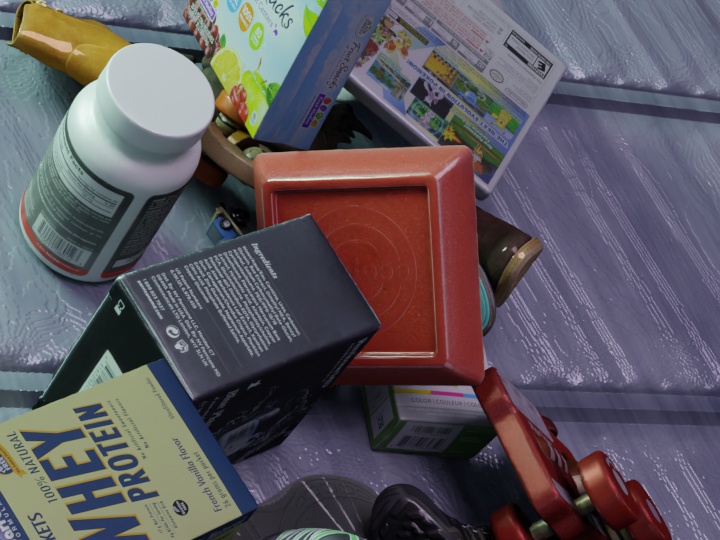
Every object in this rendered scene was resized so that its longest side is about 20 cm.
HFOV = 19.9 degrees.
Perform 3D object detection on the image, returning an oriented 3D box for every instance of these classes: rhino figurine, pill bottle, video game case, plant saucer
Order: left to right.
[{"bbox_3d":[-0.200,-0.089,1.698,0.115,0.200,0.116,17,49,-20],"label":"pill bottle"},{"bbox_3d":[-0.079,-0.149,1.917,0.199,0.060,0.088,16,46,-22],"label":"rhino figurine"},{"bbox_3d":[0.000,0.000,1.711,0.037,0.199,0.201,-20,108,-67],"label":"plant saucer"},{"bbox_3d":[0.077,-0.189,1.879,0.200,0.022,0.183,39,55,-9],"label":"video game case"}]

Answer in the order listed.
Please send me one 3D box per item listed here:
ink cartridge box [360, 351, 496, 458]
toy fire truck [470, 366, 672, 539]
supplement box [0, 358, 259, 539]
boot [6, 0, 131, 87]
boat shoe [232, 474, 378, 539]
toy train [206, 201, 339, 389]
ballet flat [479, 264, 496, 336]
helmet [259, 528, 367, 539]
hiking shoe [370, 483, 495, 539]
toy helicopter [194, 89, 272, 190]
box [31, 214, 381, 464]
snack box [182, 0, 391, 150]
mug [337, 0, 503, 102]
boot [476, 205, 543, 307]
[{"bbox_3d":[0.051,0.065,1.832,0.103,0.059,0.201,7,53,-26],"label":"ink cartridge box"},{"bbox_3d":[0.170,0.179,1.749,0.200,0.112,0.168,40,22,-55],"label":"toy fire truck"},{"bbox_3d":[-0.217,0.196,1.471,0.199,0.200,0.135,-22,70,-40],"label":"supplement box"},{"bbox_3d":[-0.235,-0.176,1.793,0.143,0.071,0.201,21,13,-26],"label":"boot"},{"bbox_3d":[-0.060,0.219,1.652,0.201,0.065,0.075,-15,63,-42],"label":"boat shoe"},{"bbox_3d":[-0.077,0.023,1.807,0.046,0.034,0.200,-27,73,-31],"label":"toy train"},{"bbox_3d":[0.049,-0.019,1.807,0.200,0.073,0.073,47,46,10],"label":"ballet flat"},{"bbox_3d":[-0.033,0.286,1.519,0.199,0.200,0.191,29,48,-9],"label":"helmet"},{"bbox_3d":[0.075,0.240,1.693,0.200,0.076,0.101,52,23,-22],"label":"hiking shoe"},{"bbox_3d":[-0.060,-0.073,1.841,0.200,0.079,0.132,29,11,-34],"label":"toy helicopter"},{"bbox_3d":[-0.122,0.076,1.622,0.199,0.197,0.118,-21,70,-40],"label":"box"},{"bbox_3d":[-0.068,-0.234,1.807,0.067,0.169,0.200,10,35,-36],"label":"snack box"},{"bbox_3d":[0.033,-0.253,2.022,0.175,0.148,0.200,-8,30,-39],"label":"mug"},{"bbox_3d":[0.076,-0.042,1.859,0.166,0.200,0.072,37,87,-3],"label":"boot"}]
